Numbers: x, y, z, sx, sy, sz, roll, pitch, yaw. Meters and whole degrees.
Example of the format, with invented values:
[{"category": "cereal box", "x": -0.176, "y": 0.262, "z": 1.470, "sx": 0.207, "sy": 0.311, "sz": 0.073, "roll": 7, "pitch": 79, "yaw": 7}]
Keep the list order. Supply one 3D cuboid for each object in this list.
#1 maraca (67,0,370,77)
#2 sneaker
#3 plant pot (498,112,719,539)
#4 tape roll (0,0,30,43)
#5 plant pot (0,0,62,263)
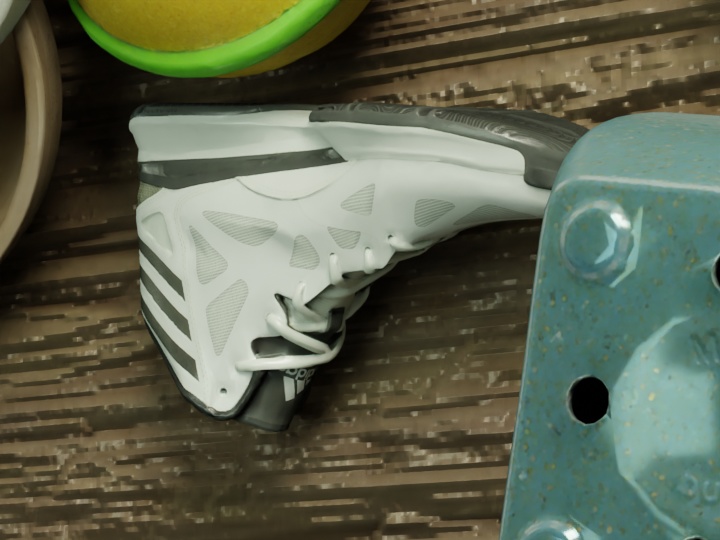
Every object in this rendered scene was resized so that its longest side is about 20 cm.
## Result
[{"category": "maraca", "x": -0.059, "y": -0.143, "z": 0.918, "sx": 0.137, "sy": 0.107, "sz": 0.200, "roll": -44, "pitch": 47, "yaw": 0}, {"category": "sneaker", "x": 0.000, "y": 0.000, "z": 0.887, "sx": 0.200, "sy": 0.075, "sz": 0.116, "roll": 3, "pitch": 93, "yaw": 41}, {"category": "plant pot", "x": 0.139, "y": 0.047, "z": 0.703, "sx": 0.196, "sy": 0.200, "sz": 0.197, "roll": 6, "pitch": 85, "yaw": 33}, {"category": "tape roll", "x": -0.203, "y": -0.143, "z": 0.887, "sx": 0.202, "sy": 0.037, "sz": 0.204, "roll": 5, "pitch": 113, "yaw": 11}, {"category": "plant pot", "x": -0.201, "y": -0.083, "z": 0.985, "sx": 0.200, "sy": 0.093, "sz": 0.202, "roll": 5, "pitch": 111, "yaw": 12}]
